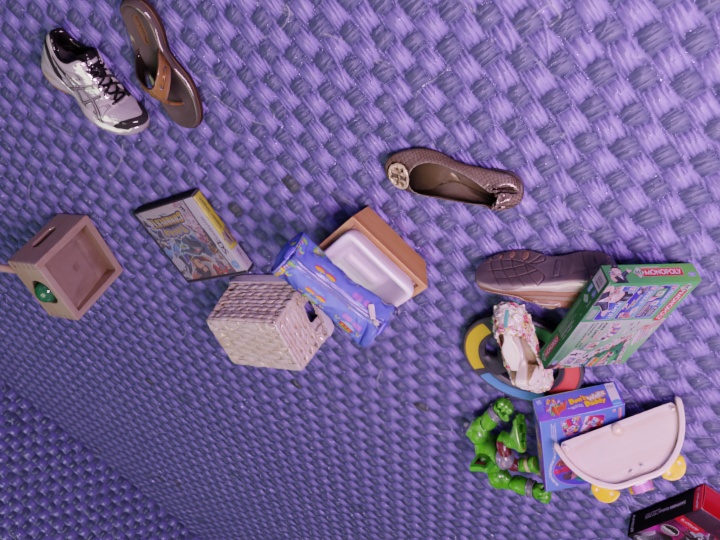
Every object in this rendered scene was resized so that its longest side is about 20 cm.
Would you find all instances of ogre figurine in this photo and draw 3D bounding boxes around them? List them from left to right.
[{"bbox_3d":[0.261,0.329,1.210,0.118,0.099,0.201,-18,122,41],"label":"ogre figurine"}]

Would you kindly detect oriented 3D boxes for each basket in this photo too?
[{"bbox_3d":[-0.171,0.099,1.247,0.196,0.124,0.137,0,131,35],"label":"basket"}]

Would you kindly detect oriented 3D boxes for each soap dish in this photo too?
[{"bbox_3d":[0.000,0.000,1.058,0.157,0.082,0.199,41,141,-11],"label":"soap dish"}]

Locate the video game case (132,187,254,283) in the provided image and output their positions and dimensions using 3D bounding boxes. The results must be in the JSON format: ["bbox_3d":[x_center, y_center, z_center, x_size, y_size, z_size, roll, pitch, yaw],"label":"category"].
[{"bbox_3d":[-0.318,-0.059,1.262,0.196,0.026,0.183,-8,126,40],"label":"video game case"}]

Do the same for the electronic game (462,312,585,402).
[{"bbox_3d":[0.256,0.141,1.060,0.196,0.042,0.203,19,139,17],"label":"electronic game"}]

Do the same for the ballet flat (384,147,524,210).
[{"bbox_3d":[0.118,-0.115,0.882,0.195,0.047,0.068,16,138,20],"label":"ballet flat"}]

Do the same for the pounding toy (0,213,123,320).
[{"bbox_3d":[-0.653,-0.007,1.409,0.139,0.202,0.187,5,135,30],"label":"pounding toy"}]

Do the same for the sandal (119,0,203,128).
[{"bbox_3d":[-0.298,-0.295,0.975,0.080,0.055,0.203,8,135,28],"label":"sandal"}]

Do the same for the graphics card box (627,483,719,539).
[{"bbox_3d":[0.577,0.451,1.159,0.124,0.051,0.201,32,143,1],"label":"graphics card box"}]

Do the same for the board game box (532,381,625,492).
[{"bbox_3d":[0.355,0.276,1.084,0.131,0.045,0.203,-12,129,6],"label":"board game box"}]

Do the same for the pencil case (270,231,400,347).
[{"bbox_3d":[-0.038,0.030,0.984,0.199,0.079,0.087,39,171,-8],"label":"pencil case"}]

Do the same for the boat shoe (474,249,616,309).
[{"bbox_3d":[0.251,0.021,0.913,0.196,0.076,0.073,3,136,34],"label":"boat shoe"}]

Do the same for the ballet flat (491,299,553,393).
[{"bbox_3d":[0.233,0.130,0.978,0.074,0.065,0.202,-7,131,32],"label":"ballet flat"}]

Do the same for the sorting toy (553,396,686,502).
[{"bbox_3d":[0.423,0.301,1.036,0.196,0.109,0.180,-25,147,14],"label":"sorting toy"}]

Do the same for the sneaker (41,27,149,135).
[{"bbox_3d":[-0.416,-0.294,1.041,0.198,0.076,0.088,35,142,-4],"label":"sneaker"}]

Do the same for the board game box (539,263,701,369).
[{"bbox_3d":[0.335,0.065,0.880,0.131,0.030,0.202,-2,142,-15],"label":"board game box"}]
